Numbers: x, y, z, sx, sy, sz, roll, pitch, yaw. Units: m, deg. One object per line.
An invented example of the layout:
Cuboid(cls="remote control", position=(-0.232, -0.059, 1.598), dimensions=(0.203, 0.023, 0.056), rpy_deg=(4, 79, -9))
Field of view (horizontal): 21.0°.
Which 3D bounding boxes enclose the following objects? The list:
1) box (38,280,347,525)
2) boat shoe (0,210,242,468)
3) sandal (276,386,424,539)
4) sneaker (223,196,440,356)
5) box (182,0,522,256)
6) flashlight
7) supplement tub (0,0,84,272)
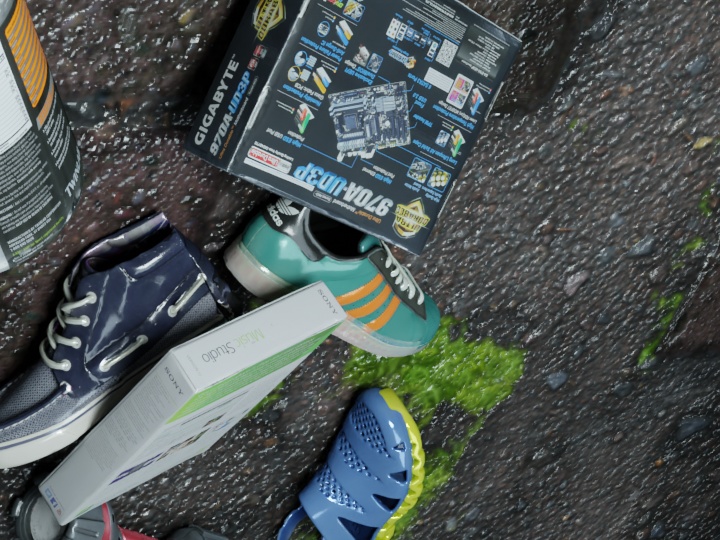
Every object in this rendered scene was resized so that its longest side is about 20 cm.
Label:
Cuboid(cls="box", position=(-0.113, 0.088, 1.282), dimensions=(0.144, 0.036, 0.200), rpy_deg=(-25, 168, -45))
Cuboid(cls="boat shoe", position=(-0.180, 0.040, 1.252), dimensions=(0.199, 0.075, 0.093), rpy_deg=(-33, 127, -9))
Cuboid(cls="sandal", position=(-0.009, 0.175, 1.505), dimensions=(0.087, 0.080, 0.201), rpy_deg=(-7, 130, -29))
Cuboid(cls="sneaker", position=(0.000, 0.000, 1.342), dimensions=(0.199, 0.072, 0.080), rpy_deg=(22, 117, -46))
Cuboid(cls="box", position=(0.001, -0.112, 1.218), dimensions=(0.199, 0.046, 0.160), rpy_deg=(21, 95, -48))
Cuboid(cls="flashlight", position=(-0.166, 0.198, 1.416), dimensions=(0.067, 0.068, 0.200), rpy_deg=(-25, 152, 26))
Cuboid(cls="supplement tub", position=(-0.226, -0.101, 1.022), dimensions=(0.122, 0.123, 0.201), rpy_deg=(-28, 140, -13))
